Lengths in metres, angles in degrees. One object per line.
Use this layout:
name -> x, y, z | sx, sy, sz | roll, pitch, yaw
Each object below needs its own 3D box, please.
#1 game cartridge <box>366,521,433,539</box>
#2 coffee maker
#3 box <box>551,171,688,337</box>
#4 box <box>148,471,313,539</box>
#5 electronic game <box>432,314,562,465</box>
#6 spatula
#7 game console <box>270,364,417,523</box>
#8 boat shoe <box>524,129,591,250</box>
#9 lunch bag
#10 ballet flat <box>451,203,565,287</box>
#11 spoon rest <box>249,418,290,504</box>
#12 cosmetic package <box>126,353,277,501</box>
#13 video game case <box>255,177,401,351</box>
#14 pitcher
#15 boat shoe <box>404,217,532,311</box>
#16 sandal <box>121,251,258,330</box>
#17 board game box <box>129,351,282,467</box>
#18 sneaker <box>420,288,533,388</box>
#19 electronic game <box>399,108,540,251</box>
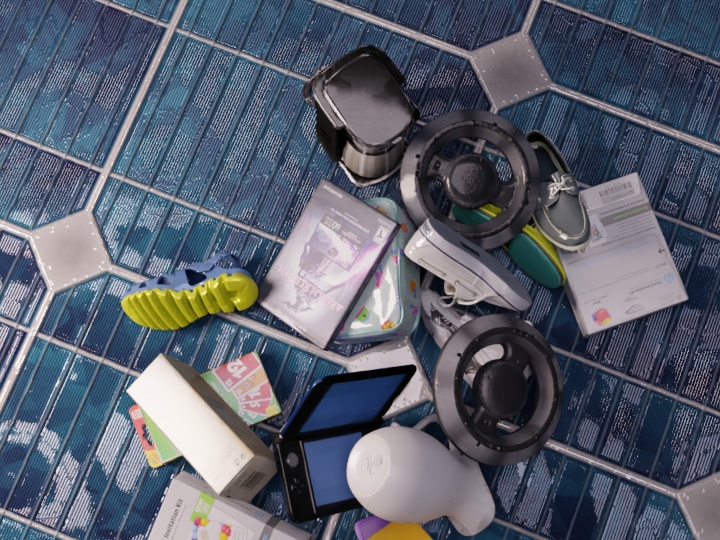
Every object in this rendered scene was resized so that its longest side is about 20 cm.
game cartridge -> 0.042, 0.435, 1.474 | 0.200, 0.032, 0.176 | -30, 61, -28
coffee maker -> -0.013, -0.226, 1.592 | 0.192, 0.200, 0.135 | 31, 79, 5
box -> 0.361, -0.023, 1.637 | 0.156, 0.041, 0.200 | -19, 78, -3
box -> -0.184, 0.383, 1.517 | 0.200, 0.041, 0.156 | 25, 100, 9
electronic game -> 0.185, 0.159, 1.514 | 0.200, 0.042, 0.201 | 3, 82, -25
spatula -> 0.092, 0.341, 1.572 | 0.200, 0.021, 0.057 | -20, 78, -5
game console -> -0.007, 0.226, 1.494 | 0.200, 0.118, 0.171 | -2, 76, -47
boat shoe -> 0.271, -0.116, 1.607 | 0.073, 0.062, 0.200 | -16, 54, -1
lunch bag -> 0.000, 0.000, 1.592 | 0.160, 0.077, 0.200 | -10, 75, 26
ballet flat -> 0.224, -0.058, 1.635 | 0.200, 0.067, 0.067 | 37, 57, 8
spoon rest -> -0.112, 0.268, 1.556 | 0.061, 0.099, 0.200 | 29, 92, 24
cosmetic package -> -0.205, 0.208, 1.500 | 0.073, 0.104, 0.200 | -47, 67, 0
video game case -> -0.048, -0.010, 1.565 | 0.143, 0.019, 0.200 | 33, 95, 30
pitcher -> 0.076, 0.255, 1.505 | 0.121, 0.200, 0.172 | -38, 48, 31
boat shoe -> 0.140, 0.014, 1.556 | 0.202, 0.075, 0.086 | 32, 114, -27
sandal -> -0.241, 0.026, 1.614 | 0.200, 0.080, 0.087 | -10, 42, 5
board game box -> -0.219, 0.196, 1.597 | 0.200, 0.030, 0.096 | -24, 80, -3
sneaker -> 0.173, 0.089, 1.598 | 0.115, 0.075, 0.200 | -36, 86, -9
electronic game -> 0.153, -0.125, 1.582 | 0.199, 0.042, 0.201 | 0, 89, -7
